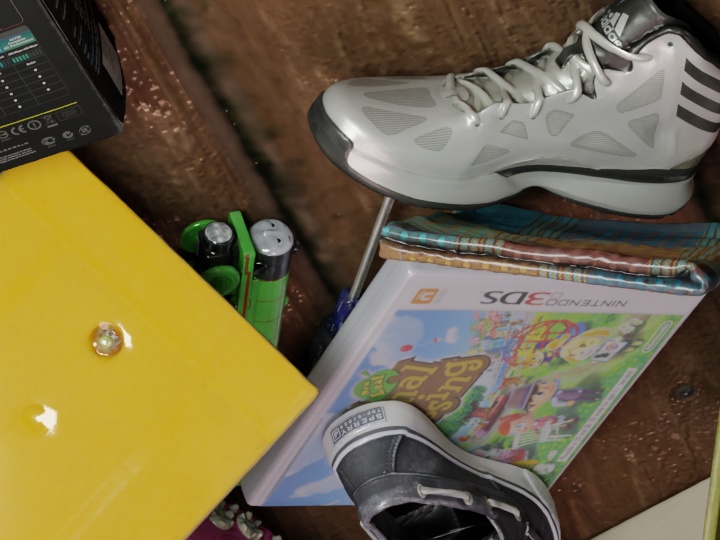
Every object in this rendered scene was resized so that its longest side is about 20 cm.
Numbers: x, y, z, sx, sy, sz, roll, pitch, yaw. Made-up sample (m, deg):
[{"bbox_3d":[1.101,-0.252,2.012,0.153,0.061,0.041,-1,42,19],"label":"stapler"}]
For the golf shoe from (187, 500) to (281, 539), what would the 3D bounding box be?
[{"bbox_3d":[-0.055,0.199,1.576,0.091,0.075,0.200,-30,119,24],"label":"golf shoe"}]

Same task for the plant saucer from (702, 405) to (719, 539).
[{"bbox_3d":[0.268,0.086,1.532,0.199,0.048,0.201,2,104,-14],"label":"plant saucer"}]

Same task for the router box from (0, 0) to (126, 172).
[{"bbox_3d":[-0.219,-0.096,1.260,0.199,0.062,0.150,-17,141,10],"label":"router box"}]

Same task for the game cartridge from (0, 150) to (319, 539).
[{"bbox_3d":[-0.148,0.067,1.349,0.176,0.032,0.200,44,85,-3],"label":"game cartridge"}]

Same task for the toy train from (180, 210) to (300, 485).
[{"bbox_3d":[-0.065,0.043,1.479,0.056,0.042,0.200,-8,142,-16],"label":"toy train"}]

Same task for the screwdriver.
[{"bbox_3d":[0.000,0.000,1.453,0.028,0.029,0.200,3,136,-14],"label":"screwdriver"}]

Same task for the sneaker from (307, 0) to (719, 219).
[{"bbox_3d":[0.080,-0.090,1.332,0.200,0.076,0.116,3,132,-27],"label":"sneaker"}]

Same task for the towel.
[{"bbox_3d":[0.096,-0.012,1.331,0.146,0.022,0.200,6,-175,12],"label":"towel"}]

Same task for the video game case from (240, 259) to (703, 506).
[{"bbox_3d":[0.057,0.056,1.505,0.181,0.022,0.200,2,142,-30],"label":"video game case"}]

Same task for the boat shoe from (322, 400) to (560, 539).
[{"bbox_3d":[0.050,0.131,1.527,0.072,0.068,0.200,-29,146,14],"label":"boat shoe"}]

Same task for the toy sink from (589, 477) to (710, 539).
[{"bbox_3d":[0.204,0.205,1.657,0.200,0.131,0.112,-31,137,24],"label":"toy sink"}]
